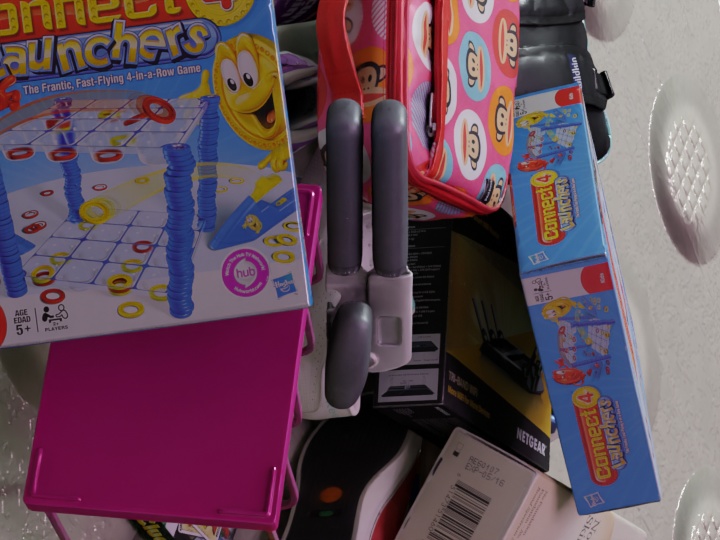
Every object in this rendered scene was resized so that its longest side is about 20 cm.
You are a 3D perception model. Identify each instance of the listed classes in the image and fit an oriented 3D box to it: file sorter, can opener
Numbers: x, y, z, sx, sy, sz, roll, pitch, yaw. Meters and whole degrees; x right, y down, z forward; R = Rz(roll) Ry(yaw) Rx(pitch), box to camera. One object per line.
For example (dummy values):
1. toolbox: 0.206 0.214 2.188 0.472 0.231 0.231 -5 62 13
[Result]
1. file sorter: -0.096 0.064 1.565 0.126 0.138 0.201 79 17 -65
2. can opener: 0.005 -0.009 1.616 0.067 0.052 0.201 -88 179 -54

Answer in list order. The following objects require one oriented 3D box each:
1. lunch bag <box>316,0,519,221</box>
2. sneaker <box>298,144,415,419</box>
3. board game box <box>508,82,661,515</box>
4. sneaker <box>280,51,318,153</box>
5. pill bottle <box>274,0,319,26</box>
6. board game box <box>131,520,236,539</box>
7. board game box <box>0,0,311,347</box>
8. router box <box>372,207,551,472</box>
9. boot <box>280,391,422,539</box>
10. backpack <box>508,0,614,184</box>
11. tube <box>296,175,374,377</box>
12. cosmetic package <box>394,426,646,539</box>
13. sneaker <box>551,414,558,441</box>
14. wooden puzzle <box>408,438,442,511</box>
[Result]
1. lunch bag: 0.027 -0.138 1.679 0.176 0.082 0.201 20 69 -59
2. sneaker: 0.000 0.000 1.729 0.075 0.088 0.201 32 71 -54
3. board game box: 0.141 0.018 1.775 0.196 0.056 0.201 -91 168 -55
4. sneaker: -0.045 -0.100 1.731 0.200 0.114 0.073 -27 106 -59
5. pill bottle: -0.058 -0.208 1.729 0.200 0.111 0.112 -18 100 -59
6. board game box: -0.092 0.086 1.704 0.105 0.023 0.201 53 42 -38
7. board game box: -0.135 -0.065 1.475 0.056 0.199 0.197 -142 -135 -88
8. router box: 0.073 0.038 1.832 0.200 0.052 0.158 34 56 -61
9. boot: 0.004 0.187 1.812 0.200 0.072 0.145 -67 149 -46
10. backpack: 0.063 -0.141 1.880 0.200 0.153 0.177 -10 93 -58
11. tube: -0.009 0.007 1.840 0.078 0.050 0.200 -58 141 -11
12. cosmetic package: 0.105 0.182 1.822 0.104 0.073 0.200 -62 148 -1
13. sneaker: 0.103 0.038 1.984 0.074 0.082 0.201 -46 121 -51
14. wooden puzzle: 0.070 0.201 1.921 0.185 0.046 0.201 43 49 -53
